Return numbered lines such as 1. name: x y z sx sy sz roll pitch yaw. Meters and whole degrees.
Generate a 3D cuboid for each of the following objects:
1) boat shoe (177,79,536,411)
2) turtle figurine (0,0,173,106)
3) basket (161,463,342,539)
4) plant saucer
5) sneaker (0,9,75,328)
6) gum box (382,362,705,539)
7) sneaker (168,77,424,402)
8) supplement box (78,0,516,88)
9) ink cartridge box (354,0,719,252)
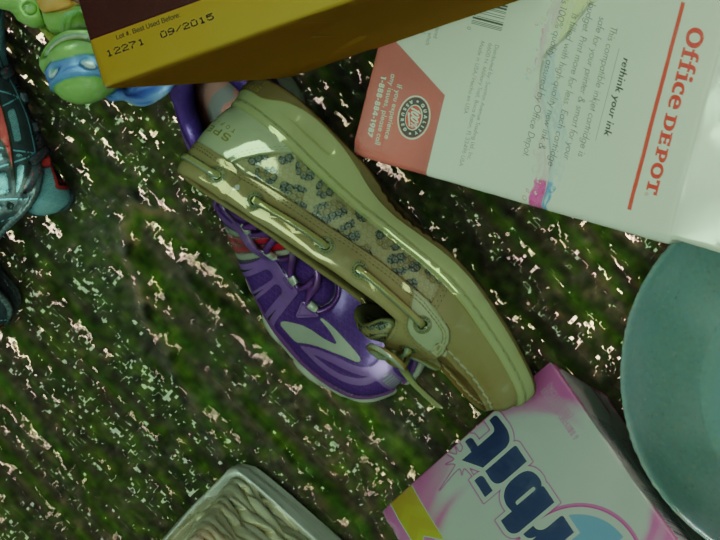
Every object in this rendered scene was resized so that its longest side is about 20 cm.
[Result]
1. boat shoe: 0.000 0.000 1.206 0.063 0.073 0.200 -46 100 -11
2. turtle figurine: -0.151 -0.186 1.187 0.200 0.194 0.144 18 145 -25
3. basket: -0.038 0.215 1.272 0.200 0.123 0.136 42 103 1
4. plant saucer: 0.223 0.054 1.223 0.201 0.039 0.201 -2 70 5
5. sneaker: -0.184 -0.062 1.290 0.095 0.079 0.200 14 109 -2
6. gum box: 0.106 0.150 1.225 0.113 0.066 0.200 -41 56 12
7. sneaker: -0.040 -0.021 1.259 0.081 0.083 0.200 -32 93 12
8. supplement box: -0.037 -0.192 1.079 0.133 0.197 0.200 -17 89 21
9. ink cartridge box: 0.110 -0.082 1.171 0.200 0.067 0.117 18 98 22
